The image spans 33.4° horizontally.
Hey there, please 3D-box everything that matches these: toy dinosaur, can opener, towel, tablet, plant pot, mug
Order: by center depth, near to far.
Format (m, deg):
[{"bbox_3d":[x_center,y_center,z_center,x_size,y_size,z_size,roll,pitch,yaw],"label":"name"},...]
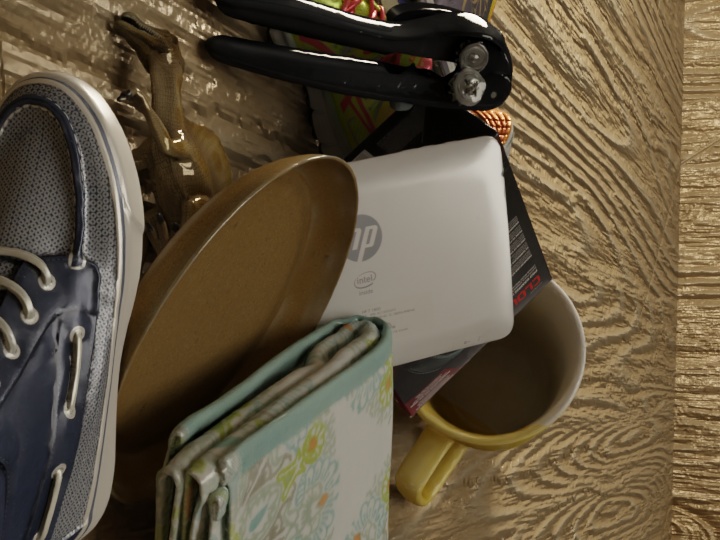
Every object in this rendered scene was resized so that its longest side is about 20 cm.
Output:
[{"bbox_3d":[-0.069,0.026,0.603,0.200,0.027,0.201,-51,162,-24],"label":"plant pot"},{"bbox_3d":[-0.089,-0.027,0.604,0.101,0.058,0.202,-45,129,-57],"label":"toy dinosaur"},{"bbox_3d":[-0.041,0.133,0.650,0.200,0.048,0.173,-30,128,-55],"label":"towel"},{"bbox_3d":[0.000,0.000,0.711,0.014,0.198,0.132,-150,-130,-63],"label":"tablet"},{"bbox_3d":[0.004,-0.128,0.714,0.198,0.079,0.064,-1,109,-25],"label":"can opener"},{"bbox_3d":[0.093,0.092,1.002,0.153,0.185,0.150,68,-3,-71],"label":"mug"}]

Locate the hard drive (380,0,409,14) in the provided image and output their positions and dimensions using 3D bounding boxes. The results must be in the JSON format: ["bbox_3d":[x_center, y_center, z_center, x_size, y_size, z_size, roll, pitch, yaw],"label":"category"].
[{"bbox_3d":[0.046,-0.251,0.980,0.200,0.025,0.133,61,36,-51],"label":"hard drive"}]

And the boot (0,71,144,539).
[{"bbox_3d":[-0.136,0.021,0.471,0.090,0.072,0.202,-13,103,-73],"label":"boot"}]

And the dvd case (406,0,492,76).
[{"bbox_3d":[0.082,-0.255,1.007,0.149,0.016,0.201,64,36,-47],"label":"dvd case"}]

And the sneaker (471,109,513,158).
[{"bbox_3d":[0.099,-0.050,1.063,0.092,0.075,0.201,77,27,-46],"label":"sneaker"}]

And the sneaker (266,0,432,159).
[{"bbox_3d":[0.001,-0.149,0.787,0.201,0.089,0.079,64,35,-47],"label":"sneaker"}]

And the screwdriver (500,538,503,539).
[{"bbox_3d":[0.115,0.337,1.175,0.029,0.028,0.201,45,41,-22],"label":"screwdriver"}]

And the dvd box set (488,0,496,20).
[{"bbox_3d":[0.098,-0.346,1.098,0.201,0.029,0.147,68,31,-43],"label":"dvd box set"}]

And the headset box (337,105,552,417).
[{"bbox_3d":[0.043,-0.003,0.823,0.149,0.077,0.200,-42,143,-9],"label":"headset box"}]
